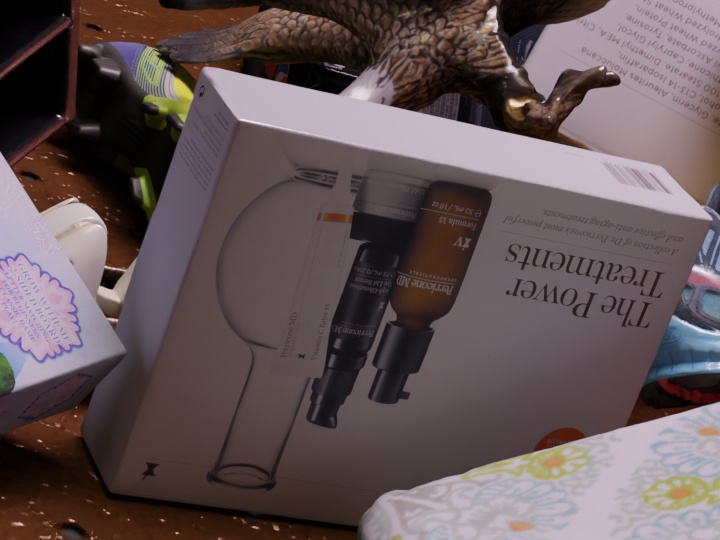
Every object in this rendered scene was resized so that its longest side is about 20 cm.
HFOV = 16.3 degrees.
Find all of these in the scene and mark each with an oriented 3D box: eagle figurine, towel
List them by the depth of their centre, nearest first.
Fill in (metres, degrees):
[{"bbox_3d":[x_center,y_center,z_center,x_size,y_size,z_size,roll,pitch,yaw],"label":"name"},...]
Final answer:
[{"bbox_3d":[0.103,0.107,0.834,0.199,0.048,0.171,-15,23,0],"label":"towel"},{"bbox_3d":[0.008,-0.109,1.122,0.200,0.152,0.151,35,29,14],"label":"eagle figurine"}]

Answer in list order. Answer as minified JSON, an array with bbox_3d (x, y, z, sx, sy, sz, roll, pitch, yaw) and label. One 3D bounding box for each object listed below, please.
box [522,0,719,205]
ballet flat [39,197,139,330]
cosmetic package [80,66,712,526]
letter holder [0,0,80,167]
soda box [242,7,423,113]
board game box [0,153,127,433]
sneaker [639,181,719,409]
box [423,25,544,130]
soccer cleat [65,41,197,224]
[{"bbox_3d":[0.194,-0.077,1.271,0.199,0.131,0.199,30,-1,10],"label":"box"},{"bbox_3d":[-0.096,0.009,0.973,0.199,0.068,0.068,9,23,-29],"label":"ballet flat"},{"bbox_3d":[0.014,0.020,0.931,0.199,0.151,0.052,10,24,-26],"label":"cosmetic package"},{"bbox_3d":[-0.235,-0.105,1.035,0.199,0.101,0.142,14,30,15],"label":"letter holder"},{"bbox_3d":[-0.017,-0.102,1.320,0.063,0.071,0.200,15,21,-13],"label":"soda box"},{"bbox_3d":[-0.202,-0.021,0.837,0.199,0.041,0.200,-20,73,-53],"label":"board game box"},{"bbox_3d":[0.185,0.003,1.072,0.079,0.096,0.200,-11,-4,36],"label":"sneaker"},{"bbox_3d":[0.072,-0.167,1.385,0.051,0.201,0.158,12,17,17],"label":"box"},{"bbox_3d":[-0.072,-0.051,1.152,0.083,0.065,0.200,9,23,-34],"label":"soccer cleat"}]
